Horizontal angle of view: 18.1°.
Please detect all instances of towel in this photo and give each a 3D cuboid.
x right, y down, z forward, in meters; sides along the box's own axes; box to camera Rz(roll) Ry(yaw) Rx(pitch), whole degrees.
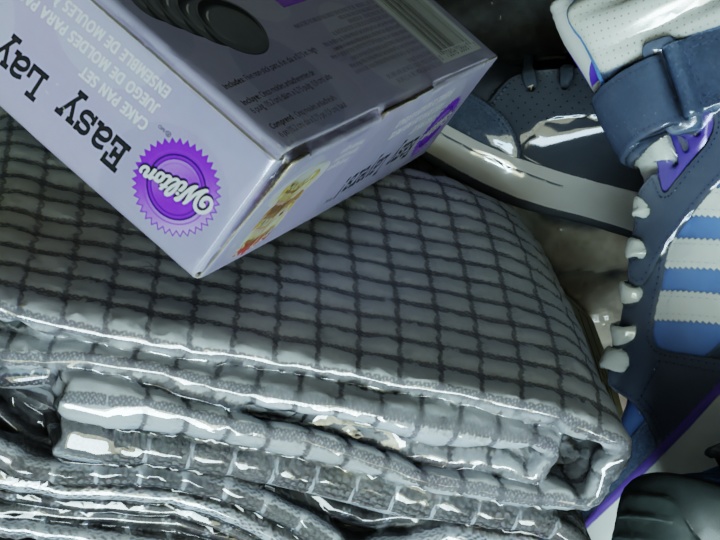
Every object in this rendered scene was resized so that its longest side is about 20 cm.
[{"bbox_3d":[-0.032,0.029,0.687,0.198,0.166,0.086,10,114,-10],"label":"towel"}]

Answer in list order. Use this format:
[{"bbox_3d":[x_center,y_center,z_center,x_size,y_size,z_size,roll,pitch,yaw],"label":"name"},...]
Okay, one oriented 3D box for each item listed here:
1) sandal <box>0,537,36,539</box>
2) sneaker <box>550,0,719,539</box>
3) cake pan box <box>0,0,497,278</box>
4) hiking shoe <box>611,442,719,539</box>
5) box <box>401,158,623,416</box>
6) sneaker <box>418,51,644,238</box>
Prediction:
[{"bbox_3d":[-0.073,0.077,0.728,0.043,0.200,0.077,-14,99,37],"label":"sandal"},{"bbox_3d":[0.102,-0.019,0.729,0.146,0.080,0.200,43,103,19],"label":"sneaker"},{"bbox_3d":[-0.064,-0.094,0.683,0.184,0.200,0.052,42,114,5],"label":"cake pan box"},{"bbox_3d":[0.148,0.053,0.666,0.199,0.074,0.088,0,91,-40],"label":"hiking shoe"},{"bbox_3d":[0.000,0.000,0.819,0.078,0.095,0.200,-41,111,16],"label":"box"},{"bbox_3d":[0.108,-0.084,0.794,0.201,0.077,0.147,19,107,-3],"label":"sneaker"}]
